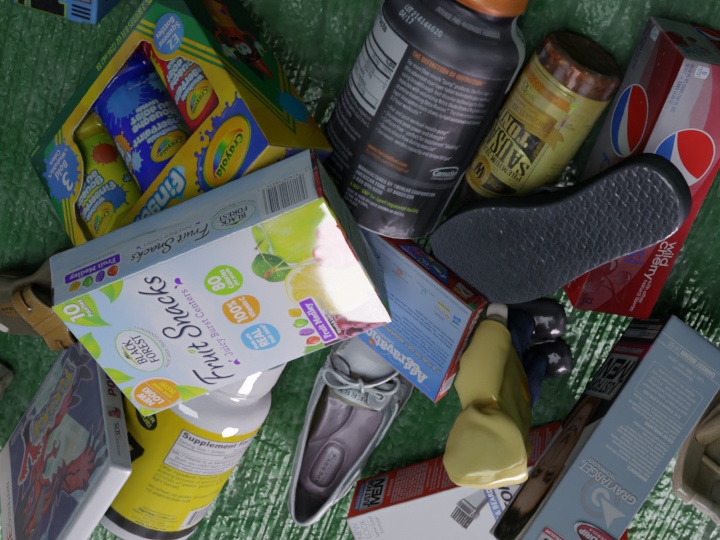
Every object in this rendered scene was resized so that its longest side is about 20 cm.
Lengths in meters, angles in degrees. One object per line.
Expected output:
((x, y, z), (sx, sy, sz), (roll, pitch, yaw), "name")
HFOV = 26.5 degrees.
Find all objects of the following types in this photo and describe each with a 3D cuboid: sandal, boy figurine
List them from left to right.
((-0.252, 0.033, 1.220), (0.199, 0.054, 0.081), (-9, 125, 45), "sandal")
((0.104, 0.087, 1.098), (0.064, 0.200, 0.126), (-4, 111, 18), "boy figurine")
((0.138, -0.028, 1.043), (0.199, 0.043, 0.077), (-15, 109, 37), "sandal")

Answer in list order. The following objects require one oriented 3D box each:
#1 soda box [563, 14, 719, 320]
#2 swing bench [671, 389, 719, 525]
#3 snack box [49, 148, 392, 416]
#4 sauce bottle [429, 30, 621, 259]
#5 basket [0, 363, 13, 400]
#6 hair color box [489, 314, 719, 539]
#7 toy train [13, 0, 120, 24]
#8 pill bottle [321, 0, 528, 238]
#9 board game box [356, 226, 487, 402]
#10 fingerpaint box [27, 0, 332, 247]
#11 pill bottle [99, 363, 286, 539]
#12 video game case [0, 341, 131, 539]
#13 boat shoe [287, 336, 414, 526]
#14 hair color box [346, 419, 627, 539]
((0.200, -0.068, 1.060), (0.063, 0.070, 0.202), (8, 122, -19), "soda box")
((0.362, 0.130, 1.087), (0.198, 0.130, 0.200), (38, 125, -4), "swing bench")
((-0.093, 0.013, 1.057), (0.198, 0.053, 0.143), (-21, 137, 9), "snack box")
((0.112, -0.074, 1.094), (0.066, 0.066, 0.201), (29, 119, 1), "sauce bottle")
((-0.423, 0.153, 1.284), (0.160, 0.200, 0.199), (30, 120, -2), "basket")
((0.178, 0.129, 1.101), (0.060, 0.099, 0.201), (34, 86, -3), "hair color box")
((-0.253, -0.257, 1.105), (0.198, 0.087, 0.115), (17, 124, 7), "toy train")
((0.047, -0.130, 1.063), (0.105, 0.106, 0.201), (29, 120, 1), "pill bottle")
((0.000, 0.000, 1.137), (0.200, 0.019, 0.104), (40, 136, 19), "board game box")
((-0.137, -0.084, 1.113), (0.200, 0.073, 0.168), (-45, 63, 30), "fingerpaint box")
((-0.141, 0.116, 1.232), (0.114, 0.114, 0.201), (32, 119, -1), "pill bottle")
((-0.247, 0.158, 1.254), (0.023, 0.183, 0.201), (17, 124, -29), "video game case")
((-0.009, 0.115, 1.220), (0.074, 0.065, 0.203), (27, 120, 2), "boat shoe")
((0.102, 0.202, 1.221), (0.198, 0.064, 0.112), (-18, 109, 18), "hair color box")
